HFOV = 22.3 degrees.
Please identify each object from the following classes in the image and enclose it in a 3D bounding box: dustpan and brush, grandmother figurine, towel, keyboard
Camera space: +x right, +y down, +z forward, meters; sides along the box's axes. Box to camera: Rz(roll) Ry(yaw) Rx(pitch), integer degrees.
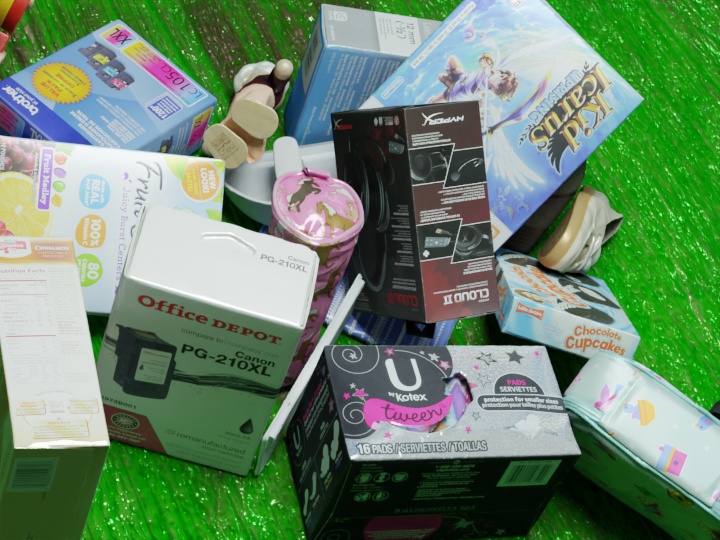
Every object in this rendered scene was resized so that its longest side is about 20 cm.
[{"bbox_3d":[-0.060,-0.068,1.647,0.139,0.057,0.200,-9,44,-2],"label":"dustpan and brush"},{"bbox_3d":[-0.102,-0.150,1.708,0.061,0.121,0.200,53,17,-13],"label":"grandmother figurine"},{"bbox_3d":[0.000,0.000,1.673,0.200,0.024,0.145,25,46,1],"label":"towel"},{"bbox_3d":[-0.043,0.086,1.544,0.011,0.056,0.200,28,50,3],"label":"keyboard"}]

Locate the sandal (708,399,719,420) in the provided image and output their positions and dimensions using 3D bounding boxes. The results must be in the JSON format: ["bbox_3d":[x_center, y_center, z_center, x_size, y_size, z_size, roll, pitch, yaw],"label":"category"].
[{"bbox_3d":[0.389,0.191,1.629,0.200,0.075,0.048,33,71,20],"label":"sandal"}]

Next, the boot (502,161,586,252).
[{"bbox_3d":[0.114,-0.104,1.719,0.200,0.146,0.070,14,18,-16],"label":"boot"}]

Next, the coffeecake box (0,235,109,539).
[{"bbox_3d":[-0.253,0.097,1.395,0.073,0.154,0.200,1,49,-21],"label":"coffeecake box"}]

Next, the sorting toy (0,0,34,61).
[{"bbox_3d":[-0.348,-0.192,1.598,0.070,0.199,0.200,29,44,-12],"label":"sorting toy"}]

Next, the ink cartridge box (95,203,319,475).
[{"bbox_3d":[-0.129,0.058,1.446,0.145,0.200,0.084,16,46,-6],"label":"ink cartridge box"}]

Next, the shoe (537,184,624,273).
[{"bbox_3d":[0.213,-0.037,1.720,0.053,0.070,0.200,34,20,4],"label":"shoe"}]

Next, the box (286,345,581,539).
[{"bbox_3d":[0.056,0.138,1.492,0.200,0.132,0.115,0,51,-21],"label":"box"}]

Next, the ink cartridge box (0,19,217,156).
[{"bbox_3d":[-0.249,-0.130,1.661,0.136,0.076,0.200,39,49,15],"label":"ink cartridge box"}]

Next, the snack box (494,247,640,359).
[{"bbox_3d":[0.175,0.031,1.633,0.116,0.037,0.200,17,13,-6],"label":"snack box"}]

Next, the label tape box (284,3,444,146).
[{"bbox_3d":[0.040,-0.171,1.759,0.200,0.143,0.066,5,48,-17],"label":"label tape box"}]

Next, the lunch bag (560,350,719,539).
[{"bbox_3d":[0.254,0.164,1.533,0.200,0.160,0.077,37,72,12],"label":"lunch bag"}]

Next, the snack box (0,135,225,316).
[{"bbox_3d":[-0.221,-0.033,1.549,0.200,0.053,0.143,6,86,-17],"label":"snack box"}]

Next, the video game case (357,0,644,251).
[{"bbox_3d":[0.124,-0.147,1.665,0.181,0.200,0.045,44,3,-1],"label":"video game case"}]

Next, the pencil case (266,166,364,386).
[{"bbox_3d":[-0.056,0.007,1.520,0.083,0.200,0.087,-27,62,-36],"label":"pencil case"}]

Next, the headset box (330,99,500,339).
[{"bbox_3d":[0.046,-0.042,1.573,0.077,0.149,0.200,-8,97,-25],"label":"headset box"}]
